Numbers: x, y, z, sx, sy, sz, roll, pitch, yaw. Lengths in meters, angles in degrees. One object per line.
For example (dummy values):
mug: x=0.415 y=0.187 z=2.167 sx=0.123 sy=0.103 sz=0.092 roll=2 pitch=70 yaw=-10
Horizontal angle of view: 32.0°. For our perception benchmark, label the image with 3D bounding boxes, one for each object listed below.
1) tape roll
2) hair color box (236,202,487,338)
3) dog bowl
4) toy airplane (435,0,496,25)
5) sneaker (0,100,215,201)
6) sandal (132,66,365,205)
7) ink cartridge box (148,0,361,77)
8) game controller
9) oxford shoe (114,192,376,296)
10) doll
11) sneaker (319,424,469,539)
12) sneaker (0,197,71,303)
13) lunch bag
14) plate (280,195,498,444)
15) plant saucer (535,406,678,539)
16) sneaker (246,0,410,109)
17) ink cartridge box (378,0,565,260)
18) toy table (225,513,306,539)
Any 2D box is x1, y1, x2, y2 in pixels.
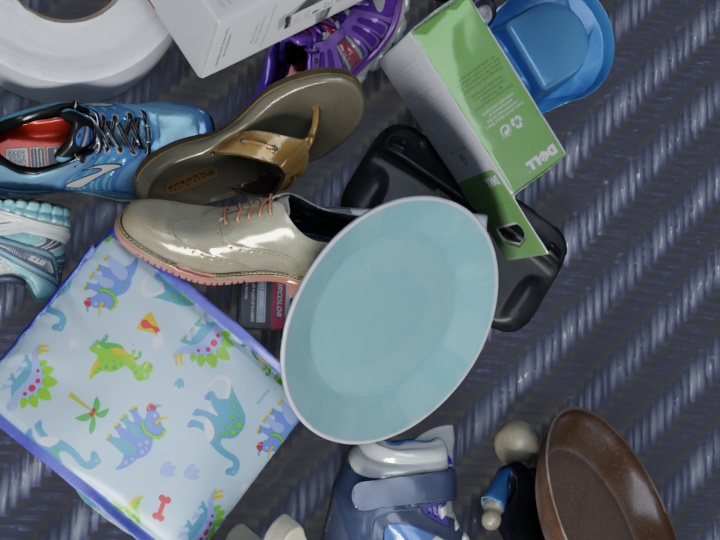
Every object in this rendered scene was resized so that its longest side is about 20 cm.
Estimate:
tape roll: x=-0.237 y=-0.238 z=0.998 sx=0.199 sy=0.071 sz=0.206 roll=2 pitch=82 yaw=-15
hair color box: x=0.000 y=0.000 z=1.015 sx=0.196 sy=0.061 sz=0.101 roll=2 pitch=90 yaw=-7
dog bowl: x=0.128 y=-0.175 z=1.096 sx=0.198 sy=0.050 sz=0.112 roll=-32 pitch=91 yaw=-16
toy airplane: x=0.141 y=-0.306 z=1.038 sx=0.197 sy=0.142 sz=0.201 roll=4 pitch=47 yaw=20
sneaker: x=-0.207 y=-0.094 z=0.976 sx=0.197 sy=0.090 sz=0.080 roll=-11 pitch=85 yaw=-17
sandal: x=-0.082 y=-0.087 z=0.974 sx=0.197 sy=0.081 sz=0.054 roll=-25 pitch=48 yaw=2
ink cartridge box: x=-0.073 y=-0.262 z=0.962 sx=0.199 sy=0.083 sz=0.148 roll=-31 pitch=81 yaw=-25
game controller: x=0.081 y=-0.035 z=1.076 sx=0.199 sy=0.042 sz=0.105 roll=34 pitch=90 yaw=-7
oxford shoe: x=-0.081 y=-0.033 z=0.929 sx=0.196 sy=0.074 sz=0.071 roll=9 pitch=41 yaw=-14
doll: x=0.147 y=0.219 z=1.023 sx=0.135 sy=0.048 sz=0.203 roll=19 pitch=48 yaw=-47
sneaker: x=0.071 y=0.203 z=1.012 sx=0.197 sy=0.081 sz=0.149 roll=23 pitch=82 yaw=-5
sneaker: x=-0.318 y=-0.011 z=0.944 sx=0.196 sy=0.078 sz=0.088 roll=0 pitch=86 yaw=-14
lunch bag: x=-0.165 y=0.094 z=0.943 sx=0.200 sy=0.127 sz=0.171 roll=42 pitch=74 yaw=-16
plate: x=0.020 y=0.035 z=0.939 sx=0.198 sy=0.025 sz=0.203 roll=-18 pitch=123 yaw=-30
plant saucer: x=0.198 y=0.211 z=1.021 sx=0.200 sy=0.036 sz=0.203 roll=38 pitch=35 yaw=-33
sneaker: x=-0.026 y=-0.188 z=1.026 sx=0.080 sy=0.084 sz=0.202 roll=20 pitch=74 yaw=28
ink cartridge box: x=0.100 y=-0.110 z=1.000 sx=0.059 sy=0.104 sz=0.202 roll=-34 pitch=95 yaw=-12
toy table: x=-0.072 y=0.278 z=0.929 sx=0.117 sy=0.202 sz=0.183 roll=-37 pitch=59 yaw=-26
